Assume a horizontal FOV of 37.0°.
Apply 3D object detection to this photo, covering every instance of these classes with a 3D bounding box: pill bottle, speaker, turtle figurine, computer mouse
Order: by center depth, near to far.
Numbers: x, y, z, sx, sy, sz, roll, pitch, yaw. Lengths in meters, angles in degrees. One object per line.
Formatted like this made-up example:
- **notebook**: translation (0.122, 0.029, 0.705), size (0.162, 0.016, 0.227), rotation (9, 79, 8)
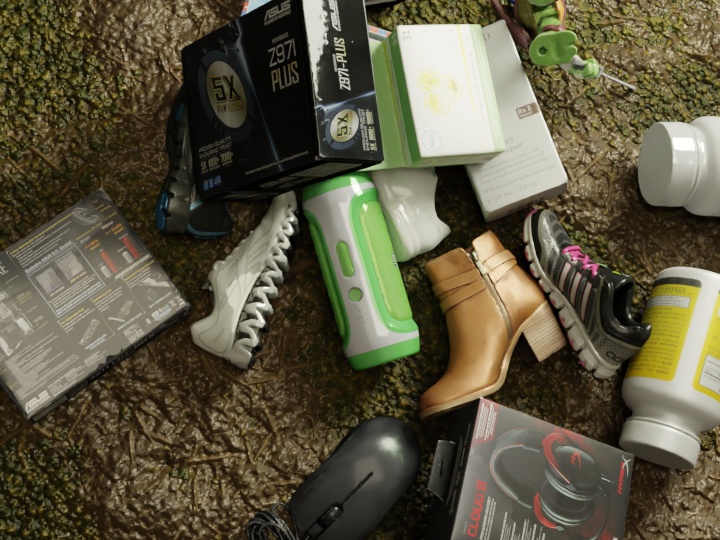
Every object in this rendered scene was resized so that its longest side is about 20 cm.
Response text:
- **computer mouse**: translation (-0.008, 0.236, 1.106), size (0.138, 0.053, 0.200), rotation (39, 74, 2)
- **speaker**: translation (0.000, 0.000, 1.138), size (0.088, 0.088, 0.200), rotation (-16, 87, -13)
- **pill bottle**: translation (0.347, 0.107, 1.166), size (0.111, 0.111, 0.200), rotation (23, 74, -4)
- **turtle figurine**: translation (0.247, -0.291, 1.196), size (0.200, 0.194, 0.144), rotation (28, 113, 5)
- **pill bottle**: translation (0.430, -0.118, 1.233), size (0.200, 0.113, 0.114), rotation (1, 77, -10)

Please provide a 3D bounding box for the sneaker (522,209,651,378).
- **sneaker**: translation (0.250, 0.012, 1.169), size (0.074, 0.087, 0.200), rotation (-4, 65, -53)

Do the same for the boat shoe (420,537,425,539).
- **boat shoe**: translation (0.110, 0.261, 1.119), size (0.200, 0.072, 0.071), rotation (-20, 73, -24)

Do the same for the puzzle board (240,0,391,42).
- **puzzle board**: translation (-0.050, -0.214, 1.203), size (0.200, 0.017, 0.151), rotation (16, 91, -6)

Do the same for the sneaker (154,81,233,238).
- **sneaker**: translation (-0.167, -0.130, 1.166), size (0.082, 0.073, 0.200), rotation (12, 80, -23)

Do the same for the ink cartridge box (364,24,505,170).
- **ink cartridge box**: translation (0.043, -0.180, 1.121), size (0.200, 0.048, 0.146), rotation (-6, 81, -24)

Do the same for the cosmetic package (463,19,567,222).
- **cosmetic package**: translation (0.151, -0.166, 1.205), size (0.101, 0.074, 0.200), rotation (-22, 82, 5)

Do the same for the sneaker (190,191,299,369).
- **sneaker**: translation (-0.118, -0.001, 1.137), size (0.081, 0.075, 0.200), rotation (18, 74, 4)

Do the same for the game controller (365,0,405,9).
- **game controller**: translation (-0.003, -0.399, 1.263), size (0.104, 0.042, 0.200), rotation (-8, 78, -11)

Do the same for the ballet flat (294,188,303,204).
- **ballet flat**: translation (-0.069, -0.170, 1.159), size (0.068, 0.072, 0.200), rotation (-6, 93, -6)

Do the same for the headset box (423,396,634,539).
- **headset box**: translation (0.158, 0.225, 1.066), size (0.200, 0.075, 0.149), rotation (22, 63, -12)

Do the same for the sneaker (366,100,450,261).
- **sneaker**: translation (0.041, -0.116, 1.186), size (0.088, 0.075, 0.200), rotation (-24, 100, -25)

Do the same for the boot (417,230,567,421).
- **boot**: translation (0.112, 0.057, 1.155), size (0.200, 0.077, 0.155), rotation (-31, 84, -16)

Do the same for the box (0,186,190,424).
- **box**: translation (-0.301, 0.035, 1.105), size (0.200, 0.050, 0.158), rotation (-37, 85, -16)

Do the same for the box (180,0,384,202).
- **box**: translation (-0.082, -0.166, 1.065), size (0.086, 0.200, 0.164), rotation (-2, 84, -43)
